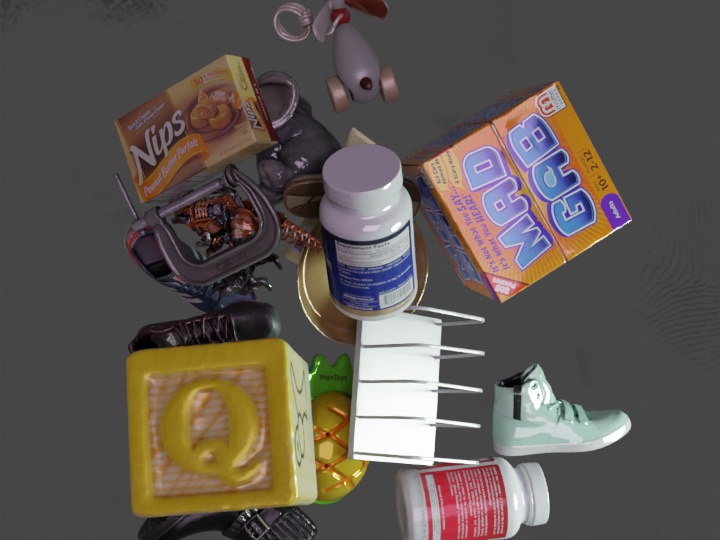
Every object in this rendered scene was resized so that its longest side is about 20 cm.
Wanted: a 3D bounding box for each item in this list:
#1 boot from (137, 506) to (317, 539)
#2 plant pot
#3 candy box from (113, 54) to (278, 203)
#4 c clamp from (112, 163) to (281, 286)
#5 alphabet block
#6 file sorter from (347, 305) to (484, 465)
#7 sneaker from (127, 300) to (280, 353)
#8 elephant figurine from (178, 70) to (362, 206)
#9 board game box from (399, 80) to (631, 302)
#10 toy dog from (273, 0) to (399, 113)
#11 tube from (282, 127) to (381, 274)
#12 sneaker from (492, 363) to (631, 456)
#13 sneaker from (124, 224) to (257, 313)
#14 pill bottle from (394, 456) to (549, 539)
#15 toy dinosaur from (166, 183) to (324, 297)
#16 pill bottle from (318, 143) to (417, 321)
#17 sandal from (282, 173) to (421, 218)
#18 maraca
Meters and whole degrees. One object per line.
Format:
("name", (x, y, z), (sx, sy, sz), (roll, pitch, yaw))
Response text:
("boot", (-0.178, 0.356, 1.483), (0.210, 0.079, 0.159), (-32, 99, -5))
("plant pot", (0.000, 0.000, 1.475), (0.198, 0.027, 0.202), (-7, 105, -27))
("candy box", (-0.209, -0.174, 1.377), (0.199, 0.055, 0.116), (-23, 82, 30))
("c clamp", (-0.198, -0.068, 1.348), (0.199, 0.027, 0.172), (-18, 100, 24))
("alphabet block", (-0.163, 0.196, 1.330), (0.194, 0.200, 0.197), (-7, 77, 3))
("file sorter", (0.080, 0.151, 1.433), (0.138, 0.124, 0.202), (12, 77, -36))
("sneaker", (-0.207, 0.089, 1.401), (0.198, 0.115, 0.076), (-14, 86, 19))
("elephant figurine", (-0.118, -0.196, 1.421), (0.154, 0.141, 0.201), (-18, 82, -34))
("board game box", (0.192, -0.105, 1.431), (0.199, 0.200, 0.201), (-32, 99, -4))
("toy dog", (-0.015, -0.299, 1.434), (0.132, 0.096, 0.201), (-38, 100, -3))
("tube", (-0.031, -0.088, 1.480), (0.058, 0.052, 0.201), (35, 86, -47))
("sneaker", (0.282, 0.189, 1.534), (0.198, 0.074, 0.119), (-7, 103, -5))
("sneaker", (-0.224, 0.008, 1.440), (0.199, 0.085, 0.075), (30, 91, -10))
("pill bottle", (0.153, 0.319, 1.511), (0.198, 0.112, 0.113), (-5, 96, -7))
("toy dinosaur", (-0.150, -0.044, 1.389), (0.102, 0.199, 0.137), (-39, 142, -38))
("pill bottle", (0.009, -0.046, 1.337), (0.115, 0.116, 0.201), (-12, 132, -7))
("sandal", (-0.010, -0.101, 1.401), (0.198, 0.054, 0.081), (3, 130, -26))
("maraca", (-0.043, 0.213, 1.474), (0.136, 0.106, 0.202), (3, 89, -42))
